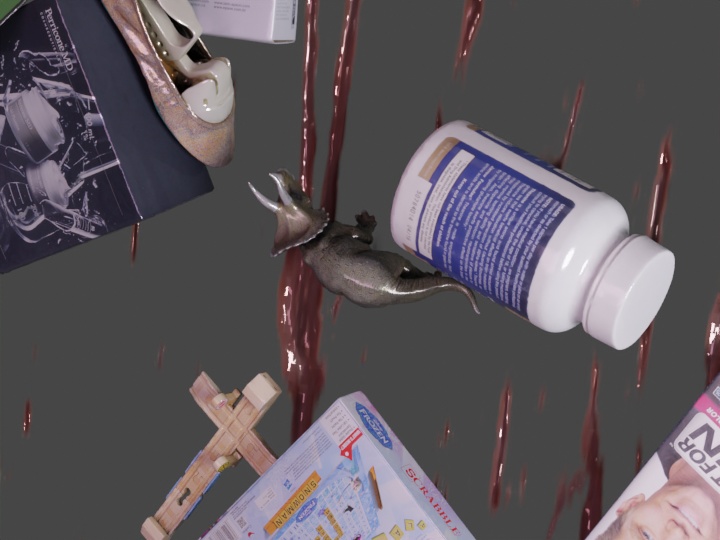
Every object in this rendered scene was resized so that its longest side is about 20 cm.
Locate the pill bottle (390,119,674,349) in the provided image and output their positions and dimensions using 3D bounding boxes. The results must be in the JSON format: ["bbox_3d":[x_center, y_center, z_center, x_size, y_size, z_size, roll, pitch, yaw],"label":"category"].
[{"bbox_3d":[0.130,-0.023,1.586,0.199,0.111,0.112,30,110,25],"label":"pill bottle"}]

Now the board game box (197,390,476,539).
[{"bbox_3d":[-0.010,0.238,1.742,0.200,0.041,0.200,-45,74,27],"label":"board game box"}]

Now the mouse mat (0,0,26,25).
[{"bbox_3d":[-0.297,-0.240,1.776,0.008,0.200,0.161,51,165,-26],"label":"mouse mat"}]

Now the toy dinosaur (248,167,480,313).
[{"bbox_3d":[0.000,0.000,1.675,0.200,0.102,0.077,39,114,23],"label":"toy dinosaur"}]

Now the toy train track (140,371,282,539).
[{"bbox_3d":[-0.135,0.167,1.818,0.115,0.032,0.200,46,118,19],"label":"toy train track"}]

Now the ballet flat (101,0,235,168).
[{"bbox_3d":[-0.146,-0.172,1.728,0.067,0.068,0.201,-14,118,42],"label":"ballet flat"}]

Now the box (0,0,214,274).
[{"bbox_3d":[-0.251,-0.124,1.788,0.181,0.104,0.201,-19,95,36],"label":"box"}]

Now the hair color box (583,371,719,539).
[{"bbox_3d":[0.255,0.172,1.562,0.100,0.060,0.201,44,116,20],"label":"hair color box"}]

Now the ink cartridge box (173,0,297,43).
[{"bbox_3d":[-0.135,-0.298,1.758,0.198,0.041,0.202,11,103,31],"label":"ink cartridge box"}]
